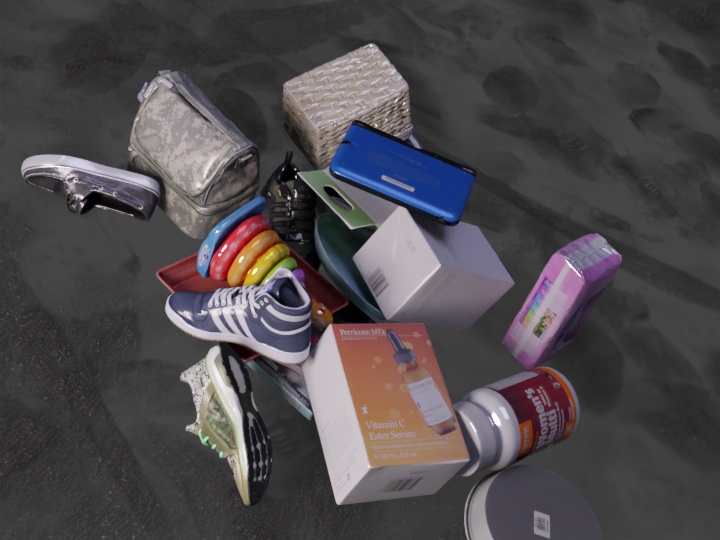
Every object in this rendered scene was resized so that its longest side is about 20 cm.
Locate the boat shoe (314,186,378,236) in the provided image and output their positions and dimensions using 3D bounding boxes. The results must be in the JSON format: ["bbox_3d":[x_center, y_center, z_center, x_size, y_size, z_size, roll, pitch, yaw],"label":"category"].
[{"bbox_3d":[0.001,-0.104,1.522,0.198,0.065,0.075,9,46,-18],"label":"boat shoe"}]

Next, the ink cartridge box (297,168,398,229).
[{"bbox_3d":[0.014,-0.102,1.433,0.198,0.049,0.146,-15,48,-39],"label":"ink cartridge box"}]

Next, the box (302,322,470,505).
[{"bbox_3d":[0.029,0.181,1.222,0.150,0.107,0.203,1,55,-29],"label":"box"}]

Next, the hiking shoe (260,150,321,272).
[{"bbox_3d":[-0.102,-0.084,1.428,0.074,0.101,0.202,-3,51,-27],"label":"hiking shoe"}]

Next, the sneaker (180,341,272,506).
[{"bbox_3d":[-0.170,0.196,1.171,0.077,0.087,0.203,26,43,-65],"label":"sneaker"}]

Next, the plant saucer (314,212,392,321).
[{"bbox_3d":[0.000,0.000,1.402,0.199,0.027,0.201,40,22,-20],"label":"plant saucer"}]

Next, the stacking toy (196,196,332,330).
[{"bbox_3d":[-0.114,0.013,1.268,0.200,0.117,0.110,42,50,10],"label":"stacking toy"}]

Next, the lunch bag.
[{"bbox_3d":[-0.244,-0.176,1.398,0.200,0.169,0.138,44,46,18],"label":"lunch bag"}]

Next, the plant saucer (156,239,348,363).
[{"bbox_3d":[-0.151,0.036,1.318,0.198,0.037,0.199,-27,57,-38],"label":"plant saucer"}]

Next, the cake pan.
[{"bbox_3d":[0.232,0.341,1.238,0.196,0.037,0.203,13,46,-14],"label":"cake pan"}]

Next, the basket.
[{"bbox_3d":[-0.023,-0.266,1.577,0.198,0.124,0.136,-28,62,-16],"label":"basket"}]

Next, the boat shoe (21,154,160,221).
[{"bbox_3d":[-0.386,-0.110,1.346,0.196,0.070,0.067,12,63,-11],"label":"boat shoe"}]

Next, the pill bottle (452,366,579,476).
[{"bbox_3d":[0.198,0.206,1.287,0.198,0.110,0.110,-13,55,-39],"label":"pill bottle"}]

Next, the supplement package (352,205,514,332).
[{"bbox_3d":[0.110,0.001,1.391,0.198,0.120,0.122,12,39,-48],"label":"supplement package"}]

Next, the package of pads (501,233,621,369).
[{"bbox_3d":[0.304,0.046,1.430,0.119,0.202,0.076,-20,54,-42],"label":"package of pads"}]

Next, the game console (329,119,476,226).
[{"bbox_3d":[0.058,-0.124,1.381,0.197,0.119,0.172,22,48,3],"label":"game console"}]

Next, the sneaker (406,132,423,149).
[{"bbox_3d":[0.035,-0.241,1.663,0.081,0.071,0.201,-15,55,-37],"label":"sneaker"}]

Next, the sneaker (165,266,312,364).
[{"bbox_3d":[-0.151,0.040,1.203,0.196,0.110,0.071,18,40,5],"label":"sneaker"}]

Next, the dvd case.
[{"bbox_3d":[-0.063,0.104,1.329,0.145,0.022,0.199,40,47,13],"label":"dvd case"}]
